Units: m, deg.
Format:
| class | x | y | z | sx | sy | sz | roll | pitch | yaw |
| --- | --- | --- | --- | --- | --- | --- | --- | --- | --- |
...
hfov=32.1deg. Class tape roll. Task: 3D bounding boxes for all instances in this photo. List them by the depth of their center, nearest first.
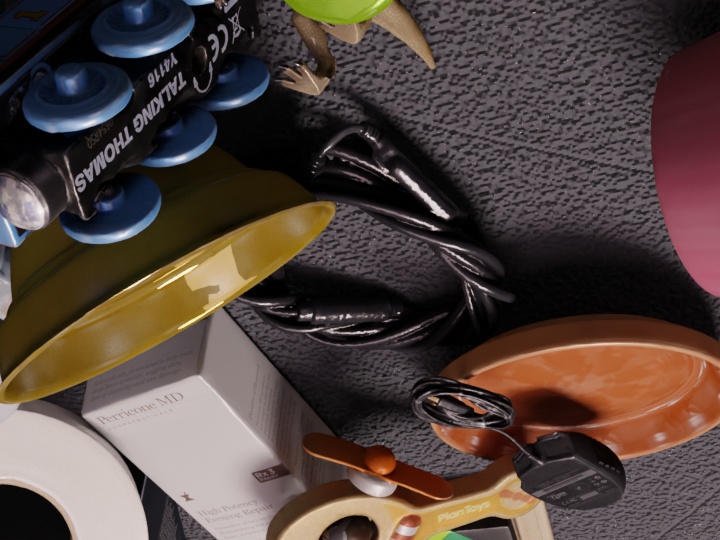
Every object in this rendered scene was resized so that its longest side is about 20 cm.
| class | x | y | z | sx | sy | sz | roll | pitch | yaw |
| --- | --- | --- | --- | --- | --- | --- | --- | --- | --- |
| tape roll | -0.240 | 0.182 | 0.818 | 0.201 | 0.037 | 0.205 | -3 | 102 | -16 |

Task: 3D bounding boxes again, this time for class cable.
| class | x | y | z | sx | sy | sz | roll | pitch | yaw |
| --- | --- | --- | --- | --- | --- | --- | --- | --- | --- |
| cable | 0.000 | 0.000 | 0.759 | 0.162 | 0.051 | 0.200 | -28 | 128 | 31 |

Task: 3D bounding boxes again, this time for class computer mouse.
| class | x | y | z | sx | sy | sz | roll | pitch | yaw |
| --- | --- | --- | --- | --- | --- | --- | --- | --- | --- |
| computer mouse | 0.104 | 0.106 | 0.807 | 0.058 | 0.034 | 0.199 | -28 | 135 | 33 |

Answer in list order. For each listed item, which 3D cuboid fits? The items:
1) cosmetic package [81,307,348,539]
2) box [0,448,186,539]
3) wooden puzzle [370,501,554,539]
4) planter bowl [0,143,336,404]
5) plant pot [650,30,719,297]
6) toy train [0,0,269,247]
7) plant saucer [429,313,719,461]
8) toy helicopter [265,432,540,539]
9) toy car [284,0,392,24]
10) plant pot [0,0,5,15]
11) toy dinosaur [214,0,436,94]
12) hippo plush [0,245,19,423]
| class | x | y | z | sx | sy | sz | roll | pitch | yaw |
| --- | --- | --- | --- | --- | --- | --- | --- | --- | --- |
| cosmetic package | -0.094 | 0.117 | 0.877 | 0.101 | 0.074 | 0.200 | -19 | 133 | 23 |
| box | -0.223 | 0.221 | 0.976 | 0.147 | 0.108 | 0.201 | 2 | 138 | 4 |
| wooden puzzle | 0.070 | 0.244 | 1.021 | 0.183 | 0.037 | 0.201 | -8 | 135 | 14 |
| planter bowl | -0.118 | -0.016 | 0.653 | 0.200 | 0.200 | 0.084 | -36 | 83 | 35 |
| plant pot | 0.244 | -0.060 | 0.582 | 0.178 | 0.201 | 0.200 | -10 | 137 | 38 |
| toy train | -0.123 | -0.091 | 0.579 | 0.113 | 0.200 | 0.087 | 12 | 134 | 22 |
| plant saucer | 0.143 | 0.078 | 0.814 | 0.198 | 0.033 | 0.201 | -1 | 151 | 0 |
| toy helicopter | 0.032 | 0.158 | 0.846 | 0.198 | 0.079 | 0.133 | -14 | 123 | -13 |
| toy car | 0.014 | -0.223 | 0.456 | 0.156 | 0.165 | 0.201 | -13 | 122 | 18 |
| plant pot | -0.281 | -0.109 | 0.561 | 0.199 | 0.161 | 0.202 | 3 | 124 | 4 |
| toy dinosaur | -0.011 | -0.137 | 0.579 | 0.058 | 0.102 | 0.200 | -20 | 135 | 38 |
| hippo plush | -0.237 | -0.002 | 0.699 | 0.199 | 0.162 | 0.159 | 27 | 133 | -22 |
